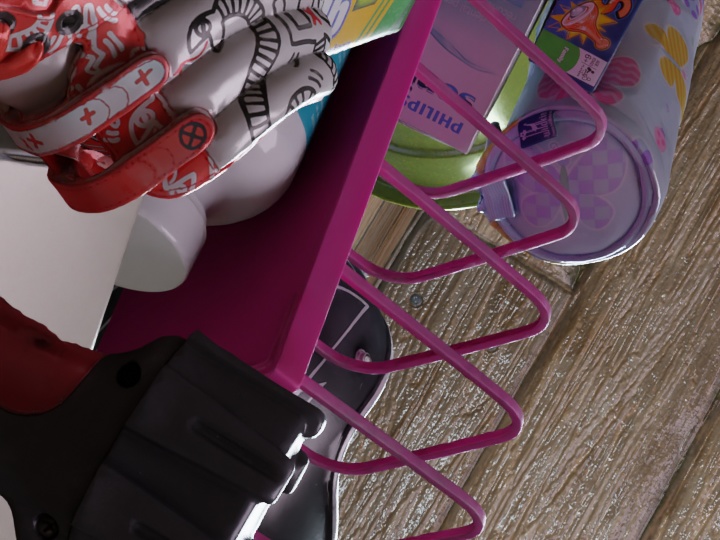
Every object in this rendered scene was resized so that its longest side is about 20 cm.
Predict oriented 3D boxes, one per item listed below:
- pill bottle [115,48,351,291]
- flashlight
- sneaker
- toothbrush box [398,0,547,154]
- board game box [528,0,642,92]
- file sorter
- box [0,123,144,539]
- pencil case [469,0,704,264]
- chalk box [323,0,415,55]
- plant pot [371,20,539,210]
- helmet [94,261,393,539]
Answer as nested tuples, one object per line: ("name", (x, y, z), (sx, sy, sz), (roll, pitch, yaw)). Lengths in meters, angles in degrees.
("pill bottle", (-0.056, -0.095, 0.733), (0.111, 0.110, 0.201), (109, 2, -64))
("flashlight", (-0.103, 0.003, 0.472), (0.068, 0.199, 0.068), (-56, 173, -44))
("sneaker", (-0.085, -0.061, 0.462), (0.200, 0.109, 0.067), (-19, -170, -42))
("toothbrush box", (0.066, -0.174, 0.932), (0.147, 0.085, 0.201), (-62, 178, -67))
("board game box", (0.138, -0.188, 0.928), (0.136, 0.034, 0.201), (-64, 180, 39))
("file sorter", (0.000, 0.000, 0.792), (0.138, 0.125, 0.201), (-19, -137, 48))
("box", (-0.147, 0.044, 0.609), (0.077, 0.094, 0.202), (3, 108, -56))
("pencil case", (0.115, -0.085, 0.982), (0.090, 0.083, 0.201), (-20, -154, 29))
("chalk box", (-0.021, -0.174, 0.583), (0.124, 0.124, 0.201), (-27, 150, -52))
("plant pot", (0.042, -0.165, 1.190), (0.201, 0.199, 0.190), (-58, 162, -15))
("helmet", (-0.089, 0.053, 0.919), (0.200, 0.198, 0.192), (-47, 152, -68))
